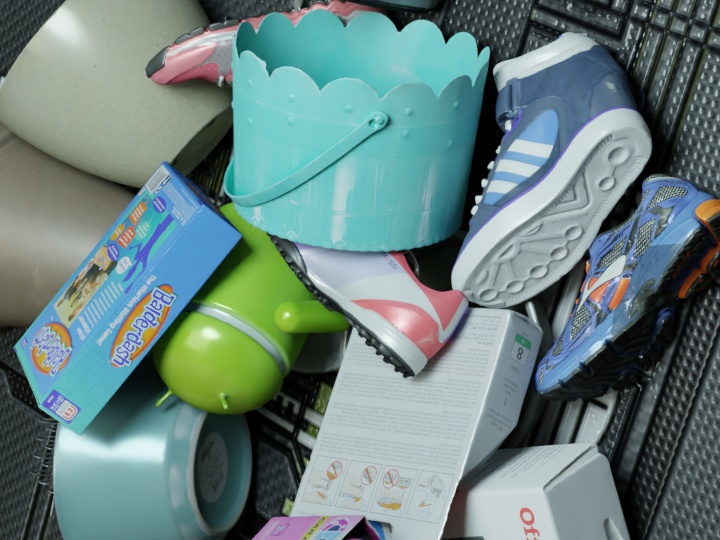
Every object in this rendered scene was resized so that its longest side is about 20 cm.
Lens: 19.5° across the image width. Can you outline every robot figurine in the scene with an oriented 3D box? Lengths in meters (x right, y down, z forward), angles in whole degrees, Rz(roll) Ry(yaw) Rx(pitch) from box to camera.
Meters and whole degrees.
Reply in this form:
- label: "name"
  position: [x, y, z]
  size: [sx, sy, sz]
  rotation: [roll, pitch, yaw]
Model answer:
- label: "robot figurine"
  position: [-0.094, 0.028, 1.677]
  size: [0.175, 0.116, 0.200]
  rotation: [-2, 51, 43]

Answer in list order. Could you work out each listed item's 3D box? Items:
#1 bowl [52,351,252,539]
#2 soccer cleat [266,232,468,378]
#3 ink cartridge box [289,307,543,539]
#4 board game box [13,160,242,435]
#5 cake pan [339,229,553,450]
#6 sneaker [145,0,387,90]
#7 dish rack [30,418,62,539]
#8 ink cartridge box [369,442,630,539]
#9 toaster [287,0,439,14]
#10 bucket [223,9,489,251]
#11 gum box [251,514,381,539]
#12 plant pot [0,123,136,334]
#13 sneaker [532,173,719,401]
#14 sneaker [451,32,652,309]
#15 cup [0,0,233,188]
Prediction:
- label: "bowl"
  position: [-0.159, 0.160, 1.739]
  size: [0.105, 0.201, 0.201]
  rotation: [1, 90, 22]
- label: "soccer cleat"
  position: [0.000, 0.000, 1.563]
  size: [0.073, 0.068, 0.200]
  rotation: [-44, 50, -6]
- label: "ink cartridge box"
  position: [0.038, 0.123, 1.540]
  size: [0.161, 0.050, 0.200]
  rotation: [2, 70, 47]
- label: "board game box"
  position: [-0.187, 0.018, 1.655]
  size: [0.200, 0.045, 0.152]
  rotation: [-50, 23, 2]
- label: "cake pan"
  position: [0.069, 0.067, 1.623]
  size: [0.200, 0.037, 0.201]
  rotation: [-1, 89, 41]
- label: "sneaker"
  position: [-0.069, -0.162, 1.668]
  size: [0.200, 0.074, 0.087]
  rotation: [-13, 93, -3]
- label: "dish rack"
  position: [-0.250, 0.159, 1.858]
  size: [0.153, 0.054, 0.200]
  rotation: [26, 109, 62]
- label: "ink cartridge box"
  position: [0.095, 0.214, 1.544]
  size: [0.200, 0.084, 0.146]
  rotation: [-10, 103, 41]
- label: "toaster"
  position: [-0.011, -0.289, 1.600]
  size: [0.119, 0.181, 0.200]
  rotation: [-52, 58, 26]
- label: "bucket"
  position: [-0.005, -0.107, 1.567]
  size: [0.207, 0.207, 0.135]
  rotation: [22, 116, 39]
- label: "gum box"
  position: [0.005, 0.270, 1.494]
  size: [0.113, 0.066, 0.200]
  rotation: [-10, 120, 53]
- label: "plant pot"
  position: [-0.267, -0.023, 1.834]
  size: [0.174, 0.200, 0.201]
  rotation: [16, 100, 24]
- label: "sneaker"
  position: [0.190, 0.015, 1.506]
  size: [0.200, 0.075, 0.078]
  rotation: [-52, 50, 19]
- label: "sneaker"
  position: [0.124, -0.082, 1.547]
  size: [0.200, 0.081, 0.147]
  rotation: [-50, 40, 25]
- label: "cup"
  position: [-0.187, -0.150, 1.767]
  size: [0.143, 0.200, 0.200]
  rotation: [44, 119, 5]
